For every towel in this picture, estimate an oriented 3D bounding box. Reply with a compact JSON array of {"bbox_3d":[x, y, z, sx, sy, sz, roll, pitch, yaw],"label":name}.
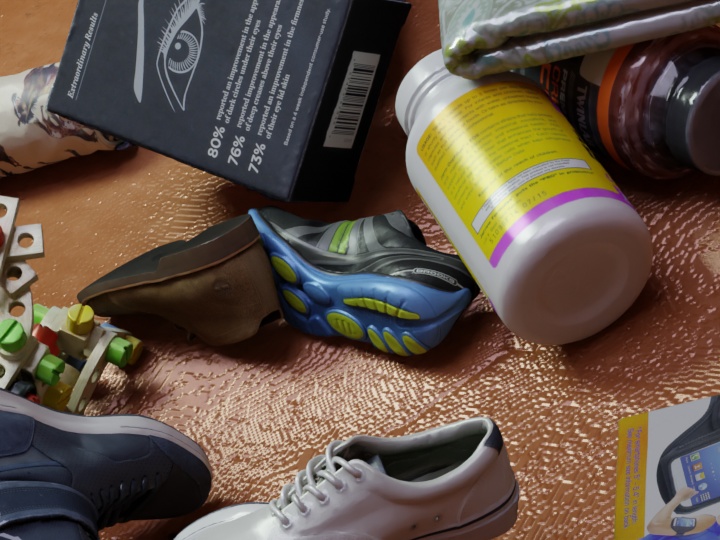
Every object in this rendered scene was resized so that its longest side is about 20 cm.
[{"bbox_3d":[0.145,-0.196,1.709,0.199,0.048,0.172,-13,32,8],"label":"towel"}]

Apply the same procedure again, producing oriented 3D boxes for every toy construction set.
[{"bbox_3d":[-0.206,0.047,1.734,0.092,0.200,0.132,19,65,27],"label":"toy construction set"}]

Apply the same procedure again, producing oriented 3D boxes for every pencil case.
[{"bbox_3d":[-0.265,-0.105,2.040,0.199,0.089,0.078,-14,67,22],"label":"pencil case"}]

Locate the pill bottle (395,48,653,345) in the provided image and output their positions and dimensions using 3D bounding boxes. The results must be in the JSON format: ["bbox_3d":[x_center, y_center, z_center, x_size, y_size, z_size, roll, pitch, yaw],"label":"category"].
[{"bbox_3d":[0.093,-0.053,1.677,0.104,0.104,0.200,-31,47,-1],"label":"pill bottle"}]

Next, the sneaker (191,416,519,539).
[{"bbox_3d":[-0.012,0.126,1.477,0.199,0.071,0.073,-18,31,-12],"label":"sneaker"}]

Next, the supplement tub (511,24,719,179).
[{"bbox_3d":[0.170,-0.122,1.729,0.107,0.107,0.200,-42,37,-15],"label":"supplement tub"}]

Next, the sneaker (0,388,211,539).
[{"bbox_3d":[-0.157,0.152,1.590,0.077,0.201,0.147,-51,45,27],"label":"sneaker"}]

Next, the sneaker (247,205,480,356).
[{"bbox_3d":[0.000,0.000,1.747,0.083,0.071,0.199,-35,35,-31],"label":"sneaker"}]

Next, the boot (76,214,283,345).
[{"bbox_3d":[-0.121,0.020,1.802,0.073,0.076,0.200,-34,12,-33],"label":"boot"}]

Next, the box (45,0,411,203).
[{"bbox_3d":[-0.090,-0.145,1.833,0.199,0.104,0.149,22,100,21],"label":"box"}]

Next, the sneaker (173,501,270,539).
[{"bbox_3d":[-0.044,0.205,1.517,0.201,0.077,0.147,-4,41,30],"label":"sneaker"}]

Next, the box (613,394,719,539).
[{"bbox_3d":[0.234,0.111,1.466,0.199,0.042,0.119,-17,38,21],"label":"box"}]
